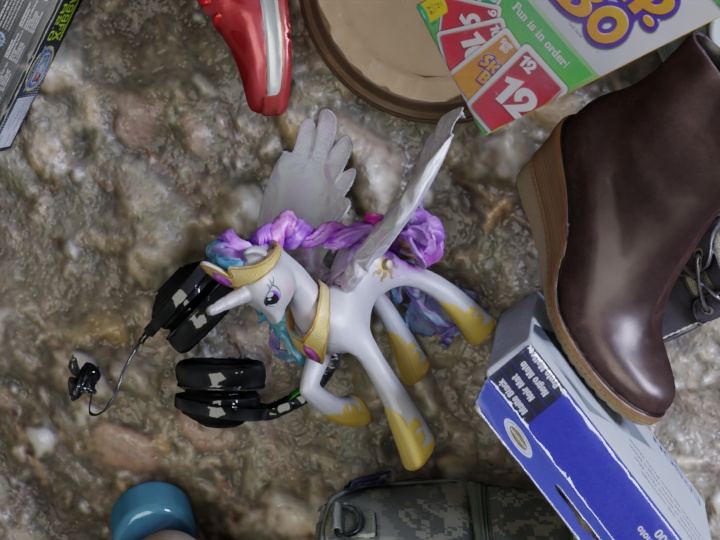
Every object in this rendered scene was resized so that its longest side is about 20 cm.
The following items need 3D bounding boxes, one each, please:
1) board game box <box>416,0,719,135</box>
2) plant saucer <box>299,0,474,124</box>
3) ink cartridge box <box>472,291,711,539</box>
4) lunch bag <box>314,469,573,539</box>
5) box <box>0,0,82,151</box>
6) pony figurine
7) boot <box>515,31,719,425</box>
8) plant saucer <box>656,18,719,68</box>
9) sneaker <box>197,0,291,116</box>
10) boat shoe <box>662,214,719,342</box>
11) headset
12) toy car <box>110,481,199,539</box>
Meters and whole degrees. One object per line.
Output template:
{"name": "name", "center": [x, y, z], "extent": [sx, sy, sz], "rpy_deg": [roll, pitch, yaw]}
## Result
{"name": "board game box", "center": [0.136, -0.166, 0.840], "extent": [0.199, 0.030, 0.096], "rpy_deg": [-25, 97, 32]}
{"name": "plant saucer", "center": [0.054, -0.197, 0.909], "extent": [0.198, 0.029, 0.202], "rpy_deg": [1, 101, 6]}
{"name": "ink cartridge box", "center": [0.153, 0.119, 0.867], "extent": [0.041, 0.200, 0.200], "rpy_deg": [-37, 95, 16]}
{"name": "lunch bag", "center": [0.046, 0.236, 0.907], "extent": [0.166, 0.140, 0.201], "rpy_deg": [5, 124, -4]}
{"name": "box", "center": [-0.274, -0.205, 0.943], "extent": [0.159, 0.044, 0.201], "rpy_deg": [29, 102, 2]}
{"name": "pony figurine", "center": [0.000, 0.000, 0.887], "extent": [0.200, 0.166, 0.194], "rpy_deg": [46, 60, -29]}
{"name": "boot", "center": [0.186, -0.023, 0.844], "extent": [0.166, 0.072, 0.201], "rpy_deg": [-36, 68, 40]}
{"name": "plant saucer", "center": [0.267, -0.155, 0.830], "extent": [0.198, 0.050, 0.201], "rpy_deg": [13, 132, 15]}
{"name": "sneaker", "center": [-0.110, -0.194, 0.898], "extent": [0.114, 0.078, 0.202], "rpy_deg": [-9, 86, -4]}
{"name": "boat shoe", "center": [0.237, -0.007, 0.901], "extent": [0.199, 0.065, 0.072], "rpy_deg": [-30, 98, 13]}
{"name": "headset", "center": [-0.109, 0.052, 0.968], "extent": [0.198, 0.094, 0.124], "rpy_deg": [-19, 94, -5]}
{"name": "toy car", "center": [-0.114, 0.290, 0.976], "extent": [0.200, 0.185, 0.177], "rpy_deg": [36, 105, -30]}
